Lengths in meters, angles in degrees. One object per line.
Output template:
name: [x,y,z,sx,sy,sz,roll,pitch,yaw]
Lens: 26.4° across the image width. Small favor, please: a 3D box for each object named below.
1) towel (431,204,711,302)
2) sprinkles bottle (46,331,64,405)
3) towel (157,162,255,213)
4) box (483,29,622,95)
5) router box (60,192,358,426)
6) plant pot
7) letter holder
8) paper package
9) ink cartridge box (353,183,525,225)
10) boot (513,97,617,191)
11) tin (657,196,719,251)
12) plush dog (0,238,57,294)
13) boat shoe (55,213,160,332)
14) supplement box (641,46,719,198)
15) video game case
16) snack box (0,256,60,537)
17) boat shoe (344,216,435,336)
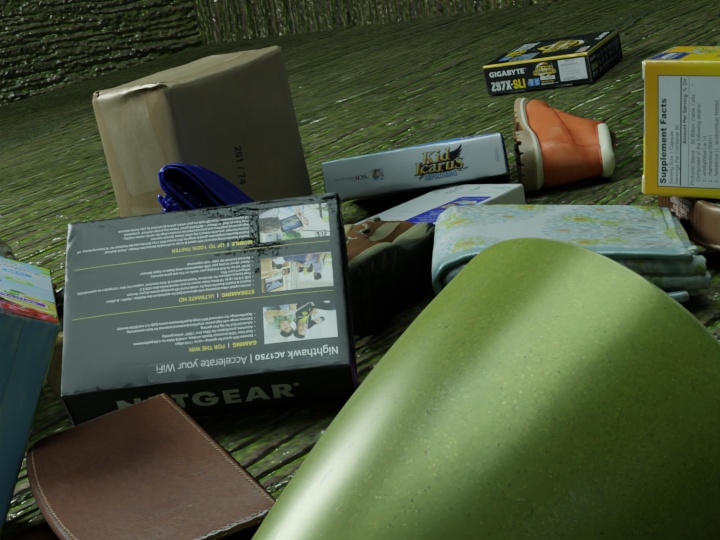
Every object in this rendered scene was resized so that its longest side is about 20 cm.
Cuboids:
towel: [0.155,-0.012,1.169,0.200,0.048,0.171,1,14,4]
sprinkles bottle: [-0.164,0.046,1.199,0.068,0.068,0.200,-4,17,27]
towel: [-0.100,-0.030,1.289,0.050,0.148,0.200,-51,-1,3]
box: [0.287,-0.309,2.269,0.160,0.049,0.200,-6,15,25]
router box: [-0.107,0.027,1.077,0.200,0.051,0.149,-6,54,2]
plant pot: [0.037,0.117,0.598,0.200,0.187,0.187,-36,25,-28]
letter holder: [-0.119,0.147,0.714,0.142,0.101,0.200,-18,16,-18]
paper package: [-0.144,-0.101,1.481,0.103,0.200,0.191,-1,18,35]
ink cartridge box: [0.056,-0.037,1.414,0.099,0.039,0.200,4,19,45]
boot: [0.214,-0.136,1.622,0.107,0.075,0.200,-7,23,4]
tin: [0.312,-0.051,1.245,0.112,0.042,0.200,0,13,-8]
plush dog: [-0.302,0.044,1.158,0.160,0.200,0.172,18,28,-29]
boat shoe: [-0.209,0.004,1.230,0.067,0.057,0.200,-39,-5,-43]
supplement box: [0.331,-0.117,1.205,0.200,0.109,0.110,5,15,25]
video game case: [0.061,-0.107,1.589,0.181,0.045,0.200,-10,3,6]
snack box: [-0.223,0.084,0.860,0.068,0.169,0.200,16,3,-13]
boat shoe: [0.000,0.000,1.216,0.074,0.076,0.200,17,15,19]
